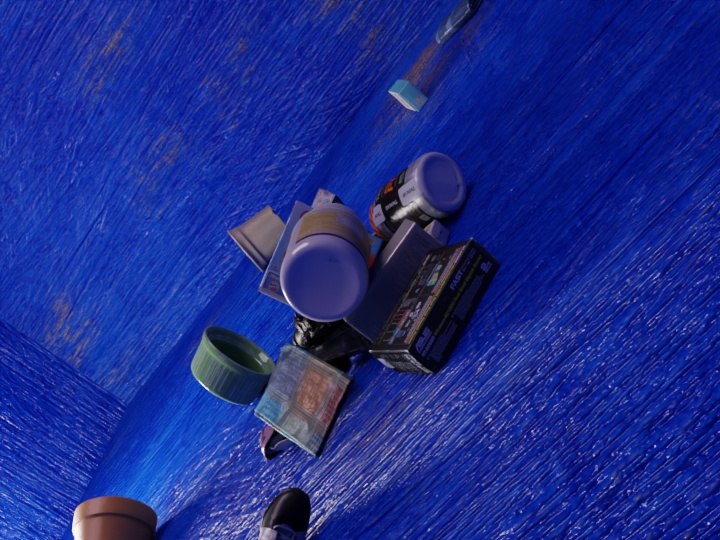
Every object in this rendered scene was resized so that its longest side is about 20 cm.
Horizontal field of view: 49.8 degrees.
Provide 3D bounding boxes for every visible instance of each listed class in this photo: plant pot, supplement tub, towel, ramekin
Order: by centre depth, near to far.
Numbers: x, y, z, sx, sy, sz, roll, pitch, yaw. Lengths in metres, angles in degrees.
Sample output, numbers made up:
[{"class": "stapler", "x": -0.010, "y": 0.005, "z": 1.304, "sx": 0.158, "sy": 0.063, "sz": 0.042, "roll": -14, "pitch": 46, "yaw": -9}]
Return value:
[{"class": "supplement tub", "x": -0.054, "y": -0.021, "z": 1.301, "sx": 0.146, "sy": 0.144, "sz": 0.201, "roll": -47, "pitch": 14, "yaw": 20}, {"class": "towel", "x": -0.103, "y": 0.221, "z": 1.361, "sx": 0.198, "sy": 0.022, "sz": 0.149, "roll": 20, "pitch": 83, "yaw": 49}, {"class": "supplement tub", "x": 0.104, "y": -0.133, "z": 1.503, "sx": 0.199, "sy": 0.122, "sz": 0.124, "roll": -33, "pitch": 25, "yaw": 53}, {"class": "plant pot", "x": -0.584, "y": 0.644, "z": 1.823, "sx": 0.200, "sy": 0.198, "sz": 0.142, "roll": -44, "pitch": 33, "yaw": 31}, {"class": "ramekin", "x": -0.307, "y": 0.229, "z": 1.848, "sx": 0.099, "sy": 0.197, "sz": 0.200, "roll": -58, "pitch": 14, "yaw": 9}, {"class": "towel", "x": 0.318, "y": -0.831, "z": 2.542, "sx": 0.199, "sy": 0.048, "sz": 0.113, "roll": -33, "pitch": 26, "yaw": 54}, {"class": "plant pot", "x": -0.363, "y": -0.132, "z": 2.884, "sx": 0.183, "sy": 0.201, "sz": 0.200, "roll": -42, "pitch": 14, "yaw": -5}]

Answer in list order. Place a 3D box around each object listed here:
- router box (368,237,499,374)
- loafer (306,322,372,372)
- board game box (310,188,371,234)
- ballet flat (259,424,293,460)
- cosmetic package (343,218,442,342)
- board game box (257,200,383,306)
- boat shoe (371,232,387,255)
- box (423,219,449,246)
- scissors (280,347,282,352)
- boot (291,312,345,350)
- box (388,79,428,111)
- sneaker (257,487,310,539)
[{"class": "router box", "x": 0.109, "y": 0.056, "z": 1.177, "sx": 0.202, "sy": 0.062, "sz": 0.149, "roll": -58, "pitch": 14, "yaw": -16}, {"class": "loafer", "x": -0.048, "y": 0.159, "z": 1.420, "sx": 0.067, "sy": 0.072, "sz": 0.200, "roll": -7, "pitch": -25, "yaw": -48}, {"class": "board game box", "x": -0.073, "y": -0.034, "z": 1.681, "sx": 0.061, "sy": 0.200, "sz": 0.202, "roll": 25, "pitch": 75, "yaw": 45}, {"class": "ballet flat", "x": -0.118, "y": 0.273, "z": 1.421, "sx": 0.201, "sy": 0.068, "sz": 0.072, "roll": -51, "pitch": 32, "yaw": 20}, {"class": "cosmetic package", "x": 0.062, "y": 0.026, "z": 1.317, "sx": 0.202, "sy": 0.103, "sz": 0.073, "roll": -53, "pitch": 14, "yaw": -1}, {"class": "board game box", "x": -0.080, "y": -0.008, "z": 1.573, "sx": 0.056, "sy": 0.196, "sz": 0.200, "roll": 100, "pitch": -166, "yaw": -85}, {"class": "boat shoe", "x": 0.001, "y": 0.001, "z": 1.649, "sx": 0.202, "sy": 0.074, "sz": 0.063, "roll": -46, "pitch": 44, "yaw": 0}, {"class": "box", "x": 0.090, "y": -0.023, "z": 1.462, "sx": 0.199, "sy": 0.038, "sz": 0.042, "roll": -40, "pitch": 18, "yaw": 44}, {"class": "scissors", "x": -0.184, "y": 0.215, "z": 1.834, "sx": 0.074, "sy": 0.014, "sz": 0.199, "roll": -59, "pitch": 17, "yaw": -11}, {"class": "boot", "x": -0.044, "y": 0.074, "z": 1.436, "sx": 0.196, "sy": 0.074, "sz": 0.163, "roll": -32, "pitch": -12, "yaw": -22}, {"class": "box", "x": 0.143, "y": -0.533, "z": 2.356, "sx": 0.049, "sy": 0.082, "sz": 0.200, "roll": -50, "pitch": 15, "yaw": 7}, {"class": "sneaker", "x": -0.121, "y": 0.412, "z": 1.096, "sx": 0.204, "sy": 0.073, "sz": 0.088, "roll": -65, "pitch": 15, "yaw": -3}]
